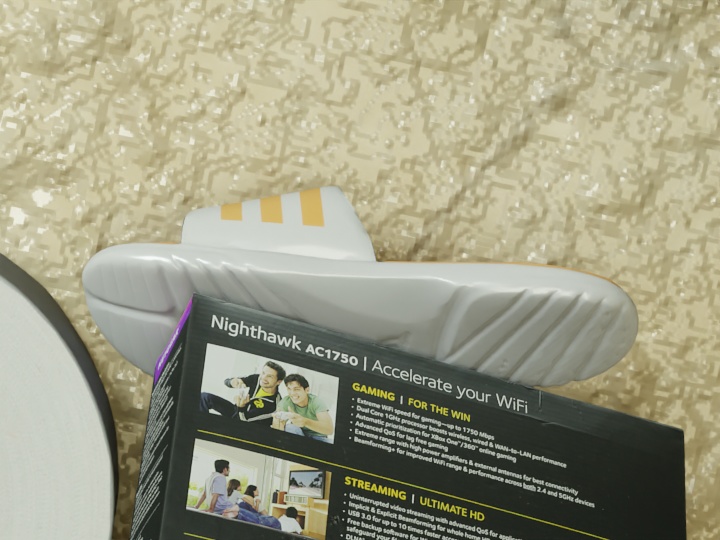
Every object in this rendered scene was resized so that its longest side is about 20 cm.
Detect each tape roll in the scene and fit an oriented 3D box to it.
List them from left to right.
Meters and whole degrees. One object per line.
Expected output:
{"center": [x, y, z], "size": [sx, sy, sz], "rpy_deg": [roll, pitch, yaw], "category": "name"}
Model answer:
{"center": [-0.189, 0.079, 0.935], "size": [0.198, 0.066, 0.202], "rpy_deg": [0, 95, -4], "category": "tape roll"}

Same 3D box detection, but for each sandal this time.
{"center": [0.001, 0.006, 0.940], "size": [0.205, 0.060, 0.080], "rpy_deg": [2, 139, 4], "category": "sandal"}

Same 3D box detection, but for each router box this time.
{"center": [0.019, 0.103, 0.890], "size": [0.198, 0.150, 0.051], "rpy_deg": [17, 139, -13], "category": "router box"}
